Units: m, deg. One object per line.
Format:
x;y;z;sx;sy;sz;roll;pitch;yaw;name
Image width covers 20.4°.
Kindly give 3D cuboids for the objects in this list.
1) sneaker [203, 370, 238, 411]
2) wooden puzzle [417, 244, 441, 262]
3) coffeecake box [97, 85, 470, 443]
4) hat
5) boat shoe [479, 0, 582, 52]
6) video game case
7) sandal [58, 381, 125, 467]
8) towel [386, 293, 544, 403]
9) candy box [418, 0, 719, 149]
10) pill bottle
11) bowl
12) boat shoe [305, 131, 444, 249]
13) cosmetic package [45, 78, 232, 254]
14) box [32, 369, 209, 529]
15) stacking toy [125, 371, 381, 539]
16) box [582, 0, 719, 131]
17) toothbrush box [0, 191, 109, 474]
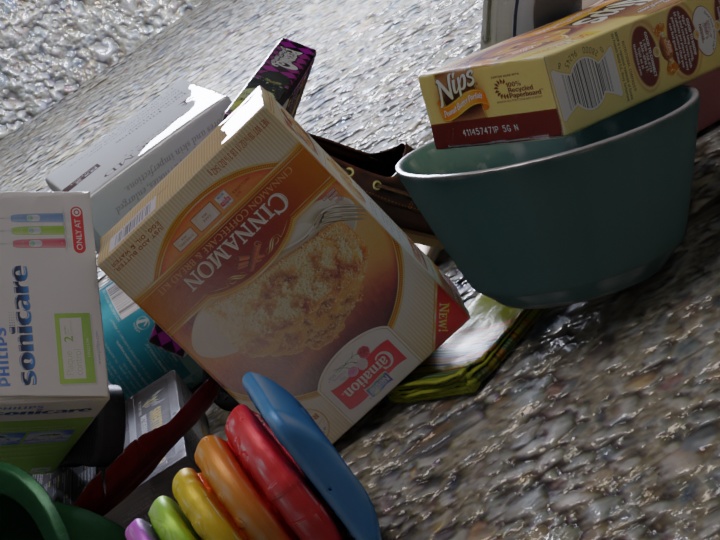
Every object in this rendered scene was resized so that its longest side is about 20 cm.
-0.053;0.024;1.551;0.071;0.083;0.201;11;71;33;sneaker
0.098;-0.110;1.593;0.200;0.037;0.185;-62;6;23;wooden puzzle
-0.051;0.005;1.336;0.153;0.200;0.073;-43;15;8;coffeecake box
-0.163;0.196;1.301;0.176;0.166;0.200;-1;-46;-46;hat
0.103;-0.130;1.422;0.074;0.203;0.086;-25;36;-38;boat shoe
-0.095;-0.058;1.520;0.181;0.036;0.201;-64;-5;-63;video game case
-0.193;0.109;1.438;0.043;0.076;0.200;3;4;-21;sandal
0.098;0.021;1.373;0.086;0.018;0.200;-12;27;49;towel
0.148;-0.135;1.298;0.200;0.056;0.115;-24;15;-39;candy box
-0.213;0.082;1.618;0.200;0.111;0.111;-34;17;0;pill bottle
0.132;-0.043;1.288;0.200;0.105;0.201;-15;12;4;bowl
0.024;-0.058;1.443;0.070;0.199;0.071;-138;60;-69;boat shoe
-0.159;-0.054;1.791;0.165;0.165;0.200;-38;18;-9;cosmetic package
-0.183;0.161;1.454;0.158;0.048;0.200;-33;17;1;box
-0.095;0.164;1.182;0.200;0.116;0.110;-38;18;-3;stacking toy
0.239;-0.181;1.476;0.200;0.128;0.109;-29;17;16;box
-0.238;0.048;1.372;0.086;0.146;0.200;-2;-20;-19;toothbrush box
